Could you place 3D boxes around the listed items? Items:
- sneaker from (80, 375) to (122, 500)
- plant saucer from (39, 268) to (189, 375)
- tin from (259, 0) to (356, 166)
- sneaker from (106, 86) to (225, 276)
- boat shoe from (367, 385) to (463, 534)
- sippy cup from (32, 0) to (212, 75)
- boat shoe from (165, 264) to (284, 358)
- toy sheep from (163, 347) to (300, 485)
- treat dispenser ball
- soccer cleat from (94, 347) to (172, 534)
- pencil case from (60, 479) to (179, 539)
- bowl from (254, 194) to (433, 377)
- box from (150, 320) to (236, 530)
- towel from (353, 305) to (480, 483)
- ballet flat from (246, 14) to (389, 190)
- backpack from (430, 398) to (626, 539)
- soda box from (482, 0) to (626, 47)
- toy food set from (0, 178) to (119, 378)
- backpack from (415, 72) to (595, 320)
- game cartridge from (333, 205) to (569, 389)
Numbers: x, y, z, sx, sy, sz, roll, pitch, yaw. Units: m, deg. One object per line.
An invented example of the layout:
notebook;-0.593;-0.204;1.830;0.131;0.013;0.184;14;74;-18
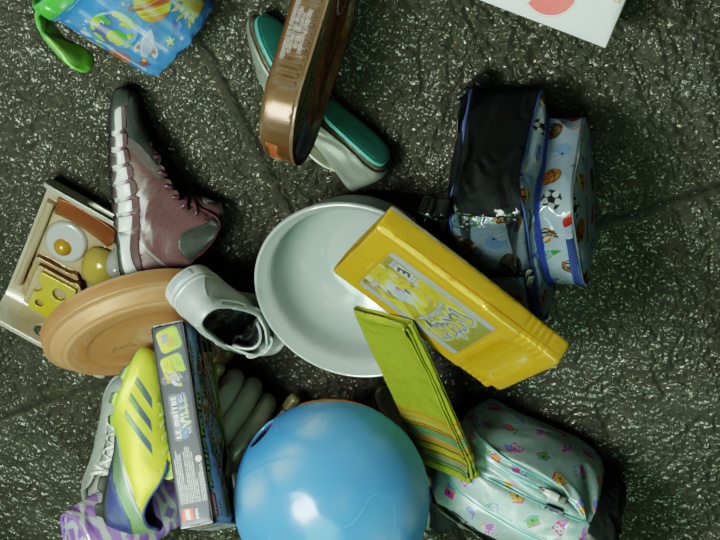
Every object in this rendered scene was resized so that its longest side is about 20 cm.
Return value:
sneaker;-0.276;0.214;1.715;0.075;0.092;0.201;16;122;5
plant saucer;-0.232;0.060;1.572;0.198;0.033;0.201;-15;155;-7
tin;-0.046;-0.194;1.363;0.041;0.202;0.112;15;167;6
sneaker;-0.196;-0.087;1.532;0.114;0.076;0.202;-5;101;-12
boat shoe;0.053;0.213;1.644;0.062;0.073;0.201;-23;117;22
sippy cup;-0.213;-0.256;1.403;0.130;0.140;0.177;38;162;-22
boat shoe;-0.122;0.055;1.537;0.072;0.069;0.200;-40;149;0
toy sheep;-0.151;0.163;1.634;0.199;0.138;0.138;37;122;-1
treat dispenser ball;-0.029;0.231;1.529;0.199;0.201;0.203;6;122;10
soccer cleat;-0.225;0.180;1.589;0.083;0.065;0.202;11;101;9
pencil case;-0.236;0.264;1.683;0.084;0.199;0.086;51;146;26
bowl;0.000;0.000;1.517;0.199;0.091;0.203;7;122;11
box;-0.166;0.158;1.518;0.034;0.110;0.202;-12;79;7
towel;0.054;0.124;1.492;0.086;0.018;0.201;12;135;46
ballet flat;-0.054;-0.155;1.455;0.200;0.068;0.064;47;131;-14
backpack;0.177;0.229;1.585;0.199;0.167;0.127;26;107;5
soda box;0.140;-0.271;1.335;0.198;0.064;0.069;21;123;1
toy food set;-0.304;0.011;1.620;0.143;0.061;0.201;28;122;-4
backpack;0.145;-0.052;1.402;0.153;0.201;0.192;10;139;14
game cartridge;0.077;0.033;1.377;0.199;0.033;0.176;39;161;-3
